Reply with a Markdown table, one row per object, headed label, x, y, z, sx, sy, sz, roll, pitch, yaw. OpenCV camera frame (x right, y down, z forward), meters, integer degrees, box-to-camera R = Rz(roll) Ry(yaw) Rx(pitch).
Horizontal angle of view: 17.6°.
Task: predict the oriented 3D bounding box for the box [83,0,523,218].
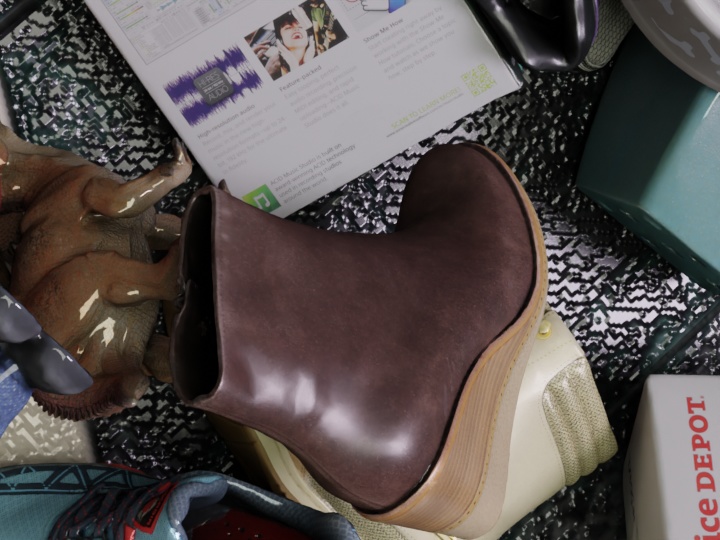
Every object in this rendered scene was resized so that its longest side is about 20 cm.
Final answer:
| label | x | y | z | sx | sy | sz | roll | pitch | yaw |
| --- | --- | --- | --- | --- | --- | --- | --- | --- | --- |
| box | -0.041 | -0.130 | 0.999 | 0.144 | 0.036 | 0.200 | -28 | 112 | 16 |

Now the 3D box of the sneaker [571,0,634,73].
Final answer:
| label | x | y | z | sx | sy | sz | roll | pitch | yaw |
| --- | --- | --- | --- | --- | --- | --- | --- | --- | --- |
| sneaker | 0.140 | -0.170 | 1.037 | 0.078 | 0.085 | 0.200 | -15 | 140 | -53 |

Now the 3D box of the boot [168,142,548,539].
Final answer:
| label | x | y | z | sx | sy | sz | roll | pitch | yaw |
| --- | --- | --- | --- | --- | --- | --- | --- | --- | --- |
| boot | 0.000 | 0.000 | 0.945 | 0.166 | 0.072 | 0.200 | 33 | 46 | -36 |

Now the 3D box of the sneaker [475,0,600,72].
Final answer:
| label | x | y | z | sx | sy | sz | roll | pitch | yaw |
| --- | --- | --- | --- | --- | --- | --- | --- | --- | --- |
| sneaker | 0.051 | -0.167 | 0.949 | 0.076 | 0.088 | 0.200 | -23 | 128 | 19 |

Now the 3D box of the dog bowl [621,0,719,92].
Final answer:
| label | x | y | z | sx | sy | sz | roll | pitch | yaw |
| --- | --- | --- | --- | --- | --- | --- | --- | --- | --- |
| dog bowl | 0.198 | -0.163 | 0.962 | 0.199 | 0.059 | 0.201 | 0 | 94 | -3 |

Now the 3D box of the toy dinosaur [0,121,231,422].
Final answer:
| label | x | y | z | sx | sy | sz | roll | pitch | yaw |
| --- | --- | --- | --- | --- | --- | --- | --- | --- | --- |
| toy dinosaur | -0.122 | 0.008 | 0.966 | 0.135 | 0.200 | 0.086 | -19 | 137 | 7 |

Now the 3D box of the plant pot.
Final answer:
| label | x | y | z | sx | sy | sz | roll | pitch | yaw |
| --- | --- | --- | --- | --- | --- | --- | --- | --- | --- |
| plant pot | 0.204 | -0.087 | 1.076 | 0.141 | 0.141 | 0.200 | 36 | 89 | -18 |

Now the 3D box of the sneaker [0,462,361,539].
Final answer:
| label | x | y | z | sx | sy | sz | roll | pitch | yaw |
| --- | --- | --- | --- | --- | --- | --- | --- | --- | --- |
| sneaker | -0.082 | 0.109 | 0.987 | 0.199 | 0.096 | 0.079 | 9 | 59 | 11 |

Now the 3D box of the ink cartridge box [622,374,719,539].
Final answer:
| label | x | y | z | sx | sy | sz | roll | pitch | yaw |
| --- | --- | --- | --- | --- | --- | --- | --- | --- | --- |
| ink cartridge box | 0.228 | 0.128 | 1.066 | 0.199 | 0.146 | 0.084 | 1 | 139 | -2 |

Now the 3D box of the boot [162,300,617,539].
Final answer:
| label | x | y | z | sx | sy | sz | roll | pitch | yaw |
| --- | --- | --- | --- | --- | --- | --- | --- | --- | --- |
| boot | 0.017 | 0.051 | 1.057 | 0.155 | 0.073 | 0.200 | -38 | 107 | -11 |

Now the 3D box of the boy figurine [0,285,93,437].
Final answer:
| label | x | y | z | sx | sy | sz | roll | pitch | yaw |
| --- | --- | --- | --- | --- | --- | --- | --- | --- | --- |
| boy figurine | -0.193 | 0.081 | 0.818 | 0.200 | 0.064 | 0.124 | -47 | 131 | -14 |
